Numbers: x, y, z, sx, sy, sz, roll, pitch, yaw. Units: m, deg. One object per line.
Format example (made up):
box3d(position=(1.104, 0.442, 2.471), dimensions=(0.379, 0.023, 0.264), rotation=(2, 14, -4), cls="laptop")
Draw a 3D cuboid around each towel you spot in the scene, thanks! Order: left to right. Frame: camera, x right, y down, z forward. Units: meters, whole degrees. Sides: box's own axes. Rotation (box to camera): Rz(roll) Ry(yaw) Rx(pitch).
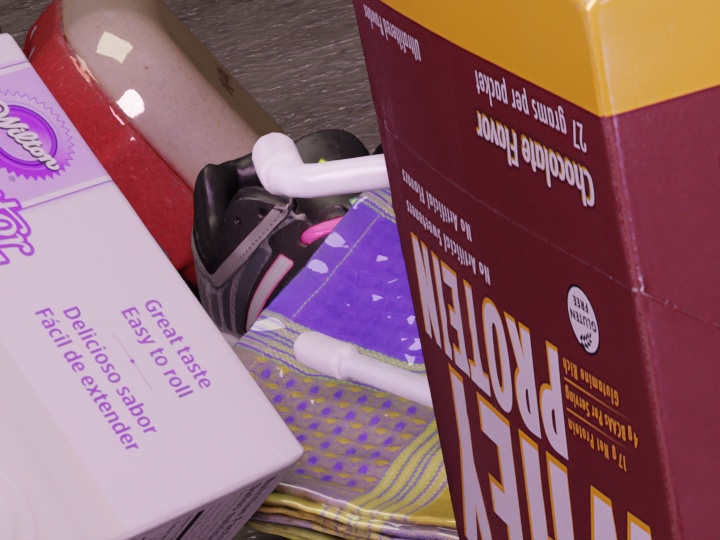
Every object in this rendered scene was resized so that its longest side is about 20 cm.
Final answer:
box3d(position=(0.034, 0.021, 0.853), dimensions=(0.143, 0.023, 0.200), rotation=(11, 38, 29), cls="towel")

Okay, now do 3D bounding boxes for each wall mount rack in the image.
box3d(position=(0.011, -0.003, 0.709), dimensions=(0.074, 0.200, 0.174), rotation=(-7, 23, 2), cls="wall mount rack")

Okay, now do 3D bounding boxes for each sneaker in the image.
box3d(position=(0.000, 0.000, 0.970), dimensions=(0.074, 0.088, 0.200), rotation=(-20, 16, -28), cls="sneaker")

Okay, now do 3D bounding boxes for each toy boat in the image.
box3d(position=(-0.100, -0.032, 1.178), dimensions=(0.131, 0.131, 0.200), rotation=(-42, 13, 5), cls="toy boat")

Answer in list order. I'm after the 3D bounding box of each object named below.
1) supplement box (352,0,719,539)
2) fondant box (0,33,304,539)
box3d(position=(0.121, 0.006, 0.577), dimensions=(0.197, 0.200, 0.133), rotation=(-17, 20, -15), cls="supplement box")
box3d(position=(-0.133, 0.032, 0.729), dimensions=(0.200, 0.144, 0.058), rotation=(-21, -21, -44), cls="fondant box")
